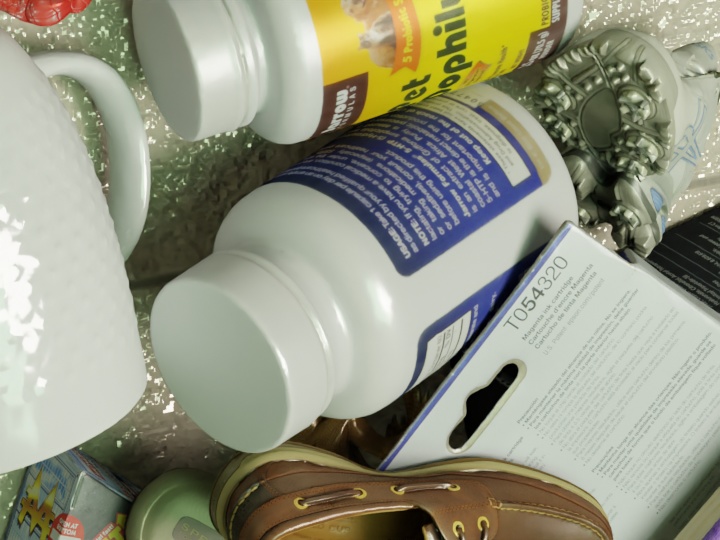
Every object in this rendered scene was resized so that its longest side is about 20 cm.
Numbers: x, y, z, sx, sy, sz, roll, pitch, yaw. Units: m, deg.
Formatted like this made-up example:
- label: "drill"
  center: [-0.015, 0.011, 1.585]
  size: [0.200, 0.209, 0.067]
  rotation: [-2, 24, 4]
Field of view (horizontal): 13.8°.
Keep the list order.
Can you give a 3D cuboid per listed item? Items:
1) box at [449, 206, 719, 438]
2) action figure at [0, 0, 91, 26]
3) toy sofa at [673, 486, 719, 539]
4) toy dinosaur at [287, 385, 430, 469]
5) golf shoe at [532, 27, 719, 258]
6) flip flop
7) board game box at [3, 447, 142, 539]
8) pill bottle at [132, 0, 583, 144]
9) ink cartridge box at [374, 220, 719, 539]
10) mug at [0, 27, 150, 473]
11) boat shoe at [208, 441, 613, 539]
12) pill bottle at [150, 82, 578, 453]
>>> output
- label: "box"
  center: [0.162, 0.073, 1.567]
  size: [0.199, 0.104, 0.149]
  rotation: [-23, 118, -19]
- label: "action figure"
  center: [-0.109, -0.162, 1.330]
  size: [0.200, 0.065, 0.052]
  rotation: [-35, 149, -27]
- label: "toy sofa"
  center: [0.199, 0.152, 1.436]
  size: [0.083, 0.098, 0.200]
  rotation: [36, 99, -27]
- label: "toy dinosaur"
  center: [-0.018, 0.099, 1.503]
  size: [0.106, 0.060, 0.201]
  rotation: [-11, 90, -23]
- label: "golf shoe"
  center: [0.141, -0.088, 1.477]
  size: [0.097, 0.078, 0.200]
  rotation: [-53, 167, -14]
- label: "flip flop"
  center: [-0.024, 0.162, 1.433]
  size: [0.200, 0.058, 0.081]
  rotation: [36, 74, -17]
- label: "board game box"
  center: [-0.130, 0.186, 1.477]
  size: [0.200, 0.062, 0.200]
  rotation: [-42, 122, -8]
- label: "pill bottle"
  center: [-0.002, -0.127, 1.395]
  size: [0.199, 0.109, 0.110]
  rotation: [-20, 117, -21]
- label: "ink cartridge box"
  center: [0.109, 0.094, 1.459]
  size: [0.200, 0.043, 0.197]
  rotation: [34, 99, -25]
- label: "mug"
  center: [-0.168, -0.025, 1.336]
  size: [0.200, 0.147, 0.176]
  rotation: [-32, 118, -43]
- label: "boat shoe"
  center: [0.030, 0.130, 1.388]
  size: [0.199, 0.068, 0.072]
  rotation: [8, 111, -20]
- label: "pill bottle"
  center: [0.000, 0.000, 1.405]
  size: [0.200, 0.119, 0.120]
  rotation: [-33, 124, -39]
